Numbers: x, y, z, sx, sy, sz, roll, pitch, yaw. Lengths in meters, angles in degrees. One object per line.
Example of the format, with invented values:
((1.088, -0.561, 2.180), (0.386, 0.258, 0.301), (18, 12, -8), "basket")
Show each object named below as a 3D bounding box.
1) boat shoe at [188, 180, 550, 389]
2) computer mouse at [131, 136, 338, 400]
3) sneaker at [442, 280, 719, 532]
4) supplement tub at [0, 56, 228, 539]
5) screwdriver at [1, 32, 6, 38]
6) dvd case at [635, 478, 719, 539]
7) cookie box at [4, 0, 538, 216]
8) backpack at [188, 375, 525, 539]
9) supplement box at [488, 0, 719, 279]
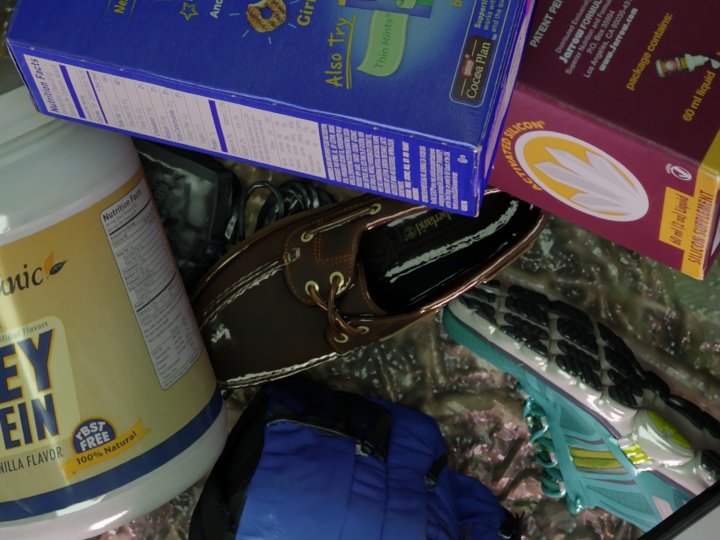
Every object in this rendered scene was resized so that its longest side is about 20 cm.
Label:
((0.000, 0.000, 1.047), (0.199, 0.070, 0.071), (-31, 112, 2), "boat shoe")
((-0.124, -0.029, 1.085), (0.199, 0.053, 0.139), (31, 102, -14), "computer mouse")
((0.114, 0.083, 1.073), (0.200, 0.078, 0.080), (41, 112, -4), "sneaker")
((-0.155, 0.012, 0.988), (0.143, 0.145, 0.201), (-16, 106, 9), "supplement tub")
((-0.082, -0.099, 1.074), (0.198, 0.028, 0.029), (18, 73, 2), "screwdriver")
((0.234, 0.145, 1.049), (0.199, 0.018, 0.143), (-32, 100, -21), "dvd case")
((-0.025, -0.131, 0.902), (0.198, 0.075, 0.172), (14, 68, 8), "cookie box")
((-0.009, 0.152, 1.034), (0.166, 0.200, 0.164), (13, 103, 3), "backpack")
((0.087, -0.091, 0.979), (0.199, 0.111, 0.086), (25, 69, 15), "supplement box")
